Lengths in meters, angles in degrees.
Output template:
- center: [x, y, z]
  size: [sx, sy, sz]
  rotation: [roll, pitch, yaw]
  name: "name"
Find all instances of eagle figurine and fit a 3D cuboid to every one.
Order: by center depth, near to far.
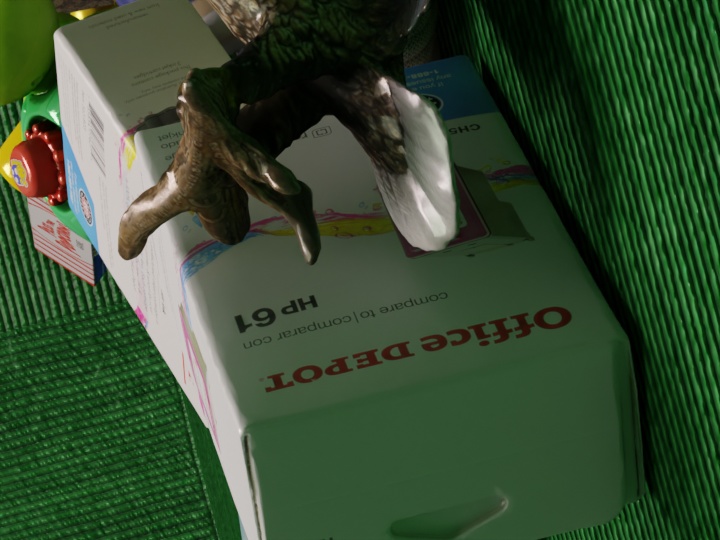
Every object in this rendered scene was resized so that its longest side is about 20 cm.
- center: [-0.015, -0.111, 0.997]
  size: [0.151, 0.201, 0.151]
  rotation: [0, 138, 40]
  name: "eagle figurine"

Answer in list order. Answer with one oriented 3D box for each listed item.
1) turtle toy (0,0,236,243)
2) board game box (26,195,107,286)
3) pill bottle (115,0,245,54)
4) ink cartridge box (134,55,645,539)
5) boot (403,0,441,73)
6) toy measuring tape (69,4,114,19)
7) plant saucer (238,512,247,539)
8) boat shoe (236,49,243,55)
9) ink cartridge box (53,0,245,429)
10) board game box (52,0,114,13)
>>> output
- center: [-0.129, -0.079, 1.403]
  size: [0.200, 0.146, 0.101]
  rotation: [37, -163, -6]
  name: "turtle toy"
- center: [-0.115, -0.101, 1.569]
  size: [0.046, 0.201, 0.152]
  rotation: [32, 165, 4]
  name: "board game box"
- center: [-0.097, -0.203, 1.330]
  size: [0.201, 0.111, 0.111]
  rotation: [59, 172, 0]
  name: "pill bottle"
- center: [0.007, 0.016, 1.042]
  size: [0.200, 0.144, 0.085]
  rotation: [-114, 13, -51]
  name: "ink cartridge box"
- center: [-0.010, -0.097, 1.211]
  size: [0.200, 0.072, 0.156]
  rotation: [-119, 15, -51]
  name: "boot"
- center: [-0.179, -0.138, 1.592]
  size: [0.200, 0.073, 0.074]
  rotation: [6, 111, 64]
  name: "toy measuring tape"
- center: [-0.042, 0.130, 1.535]
  size: [0.200, 0.027, 0.202]
  rotation: [-8, -90, -83]
  name: "plant saucer"
- center: [-0.052, -0.028, 1.472]
  size: [0.070, 0.066, 0.201]
  rotation: [60, -155, -75]
  name: "boat shoe"
- center: [-0.065, -0.016, 1.233]
  size: [0.200, 0.067, 0.116]
  rotation: [55, 156, 37]
  name: "ink cartridge box"
- center: [-0.140, -0.251, 1.462]
  size: [0.097, 0.158, 0.201]
  rotation: [116, 138, -63]
  name: "board game box"
